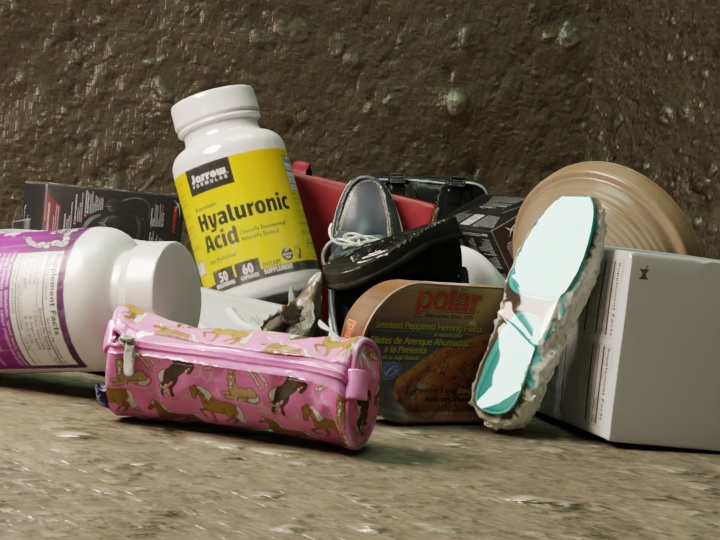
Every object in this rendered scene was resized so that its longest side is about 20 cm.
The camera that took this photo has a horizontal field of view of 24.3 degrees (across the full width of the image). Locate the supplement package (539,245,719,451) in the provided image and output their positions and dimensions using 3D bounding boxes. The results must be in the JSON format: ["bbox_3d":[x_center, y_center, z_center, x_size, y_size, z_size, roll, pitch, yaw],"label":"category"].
[{"bbox_3d":[0.241,0.059,1.401,0.151,0.151,0.200,6,2,-17],"label":"supplement package"}]

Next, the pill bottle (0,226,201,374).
[{"bbox_3d":[-0.229,0.023,1.290,0.200,0.113,0.112,-3,0,20],"label":"pill bottle"}]

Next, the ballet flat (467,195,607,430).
[{"bbox_3d":[0.145,0.036,1.332,0.072,0.200,0.072,25,-6,3],"label":"ballet flat"}]

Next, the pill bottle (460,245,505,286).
[{"bbox_3d":[0.106,0.049,1.607,0.104,0.104,0.200,7,-13,20],"label":"pill bottle"}]

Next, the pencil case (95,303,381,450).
[{"bbox_3d":[-0.082,0.074,1.164,0.200,0.083,0.087,7,21,16],"label":"pencil case"}]

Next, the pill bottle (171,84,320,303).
[{"bbox_3d":[-0.113,-0.066,1.567,0.111,0.200,0.111,-16,-7,-2],"label":"pill bottle"}]

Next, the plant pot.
[{"bbox_3d":[0.214,0.006,1.571,0.201,0.201,0.093,8,28,39],"label":"plant pot"}]

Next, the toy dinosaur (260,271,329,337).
[{"bbox_3d":[-0.087,0.075,1.284,0.200,0.077,0.102,-33,-3,-21],"label":"toy dinosaur"}]

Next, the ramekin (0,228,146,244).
[{"bbox_3d":[-0.290,0.014,1.767,0.200,0.098,0.200,6,4,0],"label":"ramekin"}]

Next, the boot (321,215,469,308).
[{"bbox_3d":[0.056,0.044,1.401,0.079,0.158,0.211,-16,2,30],"label":"boot"}]

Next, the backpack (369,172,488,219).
[{"bbox_3d":[0.061,-0.011,1.994,0.177,0.200,0.151,2,-1,-10],"label":"backpack"}]

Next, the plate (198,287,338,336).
[{"bbox_3d":[-0.088,0.056,1.431,0.200,0.032,0.200,13,10,-24],"label":"plate"}]

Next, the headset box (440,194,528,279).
[{"bbox_3d":[0.172,0.025,1.754,0.075,0.200,0.149,-30,14,-17],"label":"headset box"}]

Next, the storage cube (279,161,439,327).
[{"bbox_3d":[-0.027,-0.001,1.705,0.179,0.200,0.171,13,3,3],"label":"storage cube"}]

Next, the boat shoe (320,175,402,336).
[{"bbox_3d":[0.000,0.000,1.567,0.075,0.200,0.062,6,-17,7],"label":"boat shoe"}]

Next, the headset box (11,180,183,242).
[{"bbox_3d":[-0.319,-0.026,1.990,0.200,0.149,0.077,3,3,-31],"label":"headset box"}]

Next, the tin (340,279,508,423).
[{"bbox_3d":[0.067,0.063,1.334,0.200,0.112,0.042,5,9,-39],"label":"tin"}]
